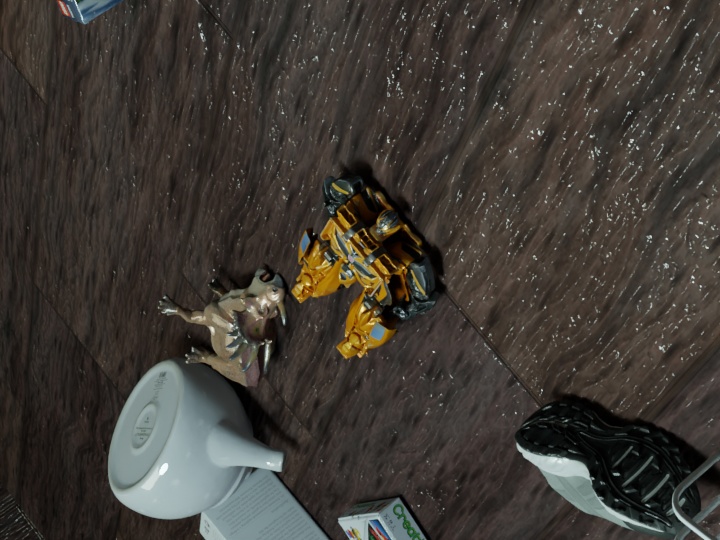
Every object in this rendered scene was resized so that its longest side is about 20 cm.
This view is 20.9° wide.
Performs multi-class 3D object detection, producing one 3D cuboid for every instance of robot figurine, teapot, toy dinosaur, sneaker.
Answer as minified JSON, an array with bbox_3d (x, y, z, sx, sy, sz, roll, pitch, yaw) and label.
[{"bbox_3d":[0.000,0.000,1.718,0.145,0.058,0.200,49,157,11],"label":"robot figurine"},{"bbox_3d":[-0.192,0.206,2.256,0.145,0.198,0.201,25,-154,-28],"label":"teapot"},{"bbox_3d":[-0.124,0.075,2.037,0.135,0.086,0.201,32,154,30],"label":"toy dinosaur"},{"bbox_3d":[0.205,0.165,1.541,0.080,0.074,0.200,57,165,-29],"label":"sneaker"}]

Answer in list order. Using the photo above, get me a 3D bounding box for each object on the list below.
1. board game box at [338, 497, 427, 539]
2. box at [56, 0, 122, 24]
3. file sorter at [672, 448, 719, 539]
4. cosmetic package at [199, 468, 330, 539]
[{"bbox_3d":[0.061,0.335,2.075,0.201,0.034,0.126,57,158,-4],"label":"board game box"},{"bbox_3d":[-0.161,-0.294,1.461,0.040,0.199,0.138,23,141,49],"label":"box"},{"bbox_3d":[0.296,0.219,1.355,0.138,0.124,0.201,36,150,36],"label":"file sorter"},{"bbox_3d":[-0.089,0.339,2.291,0.200,0.101,0.071,48,157,18],"label":"cosmetic package"}]
